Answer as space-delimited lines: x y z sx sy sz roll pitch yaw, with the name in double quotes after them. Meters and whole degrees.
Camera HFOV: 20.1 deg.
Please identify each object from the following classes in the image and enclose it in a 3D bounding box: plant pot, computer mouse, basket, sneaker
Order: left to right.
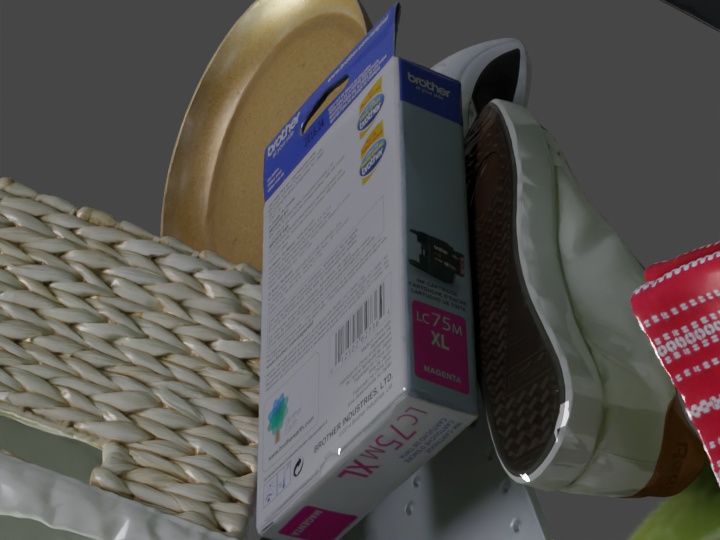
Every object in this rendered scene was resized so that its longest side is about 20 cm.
-0.141 0.090 0.935 0.200 0.197 0.161 112 178 -52 "basket"
-0.045 -0.061 1.085 0.200 0.027 0.201 -32 49 45 "plant pot"
0.027 -0.026 0.907 0.110 0.044 0.201 -29 40 51 "computer mouse"
0.083 0.014 0.798 0.073 0.084 0.201 -57 29 36 "sneaker"

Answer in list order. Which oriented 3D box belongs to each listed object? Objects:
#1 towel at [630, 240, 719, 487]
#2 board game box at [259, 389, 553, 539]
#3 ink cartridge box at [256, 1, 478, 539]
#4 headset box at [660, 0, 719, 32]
0.160 0.079 0.589 0.144 0.022 0.201 -21 91 57 "towel"
0.019 0.153 0.873 0.200 0.026 0.200 -52 36 29 "board game box"
0.000 0.000 0.842 0.119 0.042 0.201 -46 37 44 "ink cartridge box"
0.148 -0.175 0.799 0.149 0.075 0.200 -64 32 11 "headset box"
